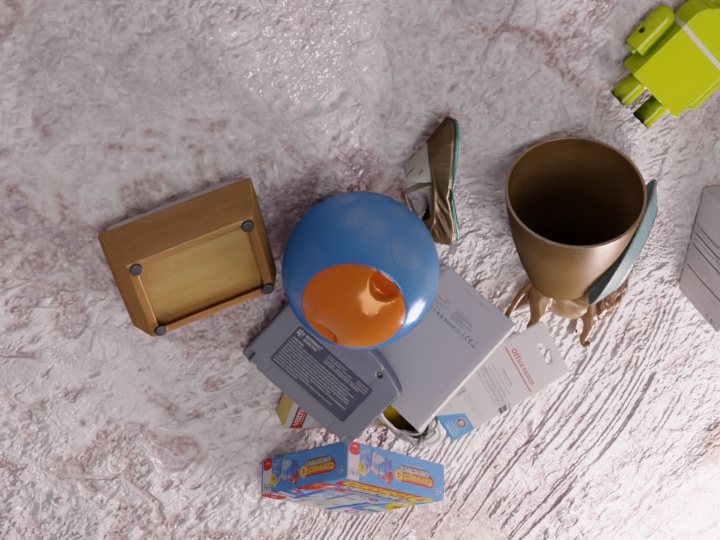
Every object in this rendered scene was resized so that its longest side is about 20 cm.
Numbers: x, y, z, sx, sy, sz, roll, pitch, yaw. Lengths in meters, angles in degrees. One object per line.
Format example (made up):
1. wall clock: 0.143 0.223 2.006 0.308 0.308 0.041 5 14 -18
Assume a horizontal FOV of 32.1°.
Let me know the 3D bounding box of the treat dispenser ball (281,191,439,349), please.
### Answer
1. treat dispenser ball: 0.000 0.000 1.589 0.200 0.201 0.201 -14 132 -16

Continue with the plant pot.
1. plant pot: 0.287 -0.052 1.730 0.186 0.187 0.200 -21 148 -10

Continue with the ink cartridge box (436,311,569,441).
1. ink cartridge box: 0.187 0.144 1.811 0.200 0.068 0.116 -30 123 3

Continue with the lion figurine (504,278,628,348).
1. lion figurine: 0.304 0.046 1.876 0.200 0.072 0.123 2 118 -24

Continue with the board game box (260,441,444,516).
1. board game box: -0.012 0.314 1.874 0.200 0.056 0.196 20 152 -37

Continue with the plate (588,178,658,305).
1. plate: 0.379 -0.036 1.775 0.026 0.200 0.200 26 119 2

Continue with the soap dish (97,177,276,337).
1. soap dish: -0.206 -0.012 1.557 0.200 0.081 0.158 -22 133 -11

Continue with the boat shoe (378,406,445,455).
1. boat shoe: 0.079 0.226 1.842 0.075 0.086 0.202 -39 136 4

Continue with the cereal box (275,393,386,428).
1. cereal box: -0.010 0.167 1.835 0.200 0.040 0.144 4 125 -30

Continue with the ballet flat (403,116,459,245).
1. ballet flat: 0.094 -0.113 1.649 0.072 0.068 0.200 -4 135 0

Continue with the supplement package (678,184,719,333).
1. supplement package: 0.587 -0.025 1.924 0.121 0.120 0.200 -11 131 -17

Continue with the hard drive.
1. hard drive: 0.103 0.108 1.757 0.200 0.132 0.026 -47 162 -2

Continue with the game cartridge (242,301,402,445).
1. game cartridge: -0.047 0.132 1.721 0.200 0.041 0.133 42 109 -6

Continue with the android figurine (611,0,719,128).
1. android figurine: 0.433 -0.286 1.684 0.200 0.041 0.182 -47 132 15
